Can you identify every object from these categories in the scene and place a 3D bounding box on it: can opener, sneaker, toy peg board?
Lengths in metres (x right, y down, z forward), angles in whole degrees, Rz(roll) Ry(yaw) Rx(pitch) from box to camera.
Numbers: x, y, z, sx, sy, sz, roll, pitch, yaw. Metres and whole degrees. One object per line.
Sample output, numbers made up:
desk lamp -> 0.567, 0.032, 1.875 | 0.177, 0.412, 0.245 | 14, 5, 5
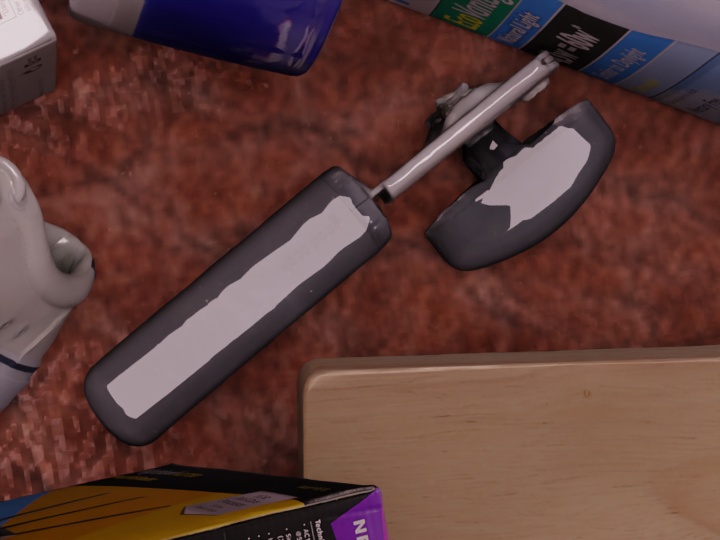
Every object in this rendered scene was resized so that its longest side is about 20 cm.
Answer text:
can opener -> 0.000, 0.000, 0.858 | 0.200, 0.053, 0.067 | -40, 90, -7
sneaker -> -0.140, -0.013, 0.774 | 0.073, 0.200, 0.071 | 35, 87, 17
toy peg board -> 0.076, 0.117, 0.850 | 0.199, 0.098, 0.200 | -2, 101, -6

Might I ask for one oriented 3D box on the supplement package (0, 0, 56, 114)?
supplement package -> -0.210, -0.073, 0.810 | 0.199, 0.110, 0.114 | -25, 89, -8

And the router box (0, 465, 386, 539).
router box -> -0.092, 0.098, 0.745 | 0.148, 0.200, 0.051 | -11, 92, -21

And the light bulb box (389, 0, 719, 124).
light bulb box -> 0.116, -0.132, 0.809 | 0.199, 0.198, 0.125 | 20, 82, -4

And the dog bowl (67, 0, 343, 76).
dog bowl -> -0.029, -0.165, 0.794 | 0.078, 0.200, 0.201 | 15, 84, -8
